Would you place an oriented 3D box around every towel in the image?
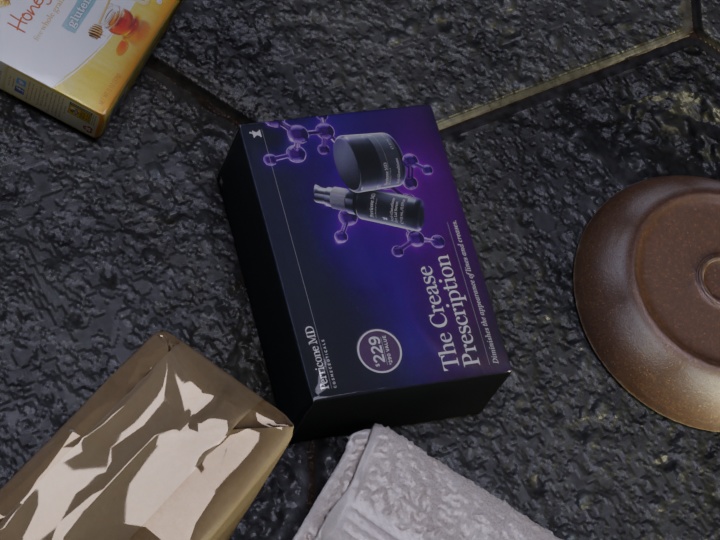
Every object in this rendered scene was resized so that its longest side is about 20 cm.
[{"bbox_3d":[0.055,0.194,1.393,0.200,0.034,0.133,31,60,0],"label":"towel"}]

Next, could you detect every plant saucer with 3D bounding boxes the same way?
[{"bbox_3d":[0.248,0.014,1.542,0.200,0.037,0.201,7,61,-14],"label":"plant saucer"}]

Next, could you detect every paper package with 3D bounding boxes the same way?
[{"bbox_3d":[-0.146,0.155,1.255,0.103,0.200,0.191,40,60,6],"label":"paper package"}]

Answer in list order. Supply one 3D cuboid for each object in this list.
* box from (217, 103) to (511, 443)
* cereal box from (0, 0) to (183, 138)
[{"bbox_3d":[0.000,0.000,1.451,0.141,0.079,0.200,-9,67,-18],"label":"box"},{"bbox_3d":[-0.232,-0.194,1.499,0.200,0.040,0.144,28,59,-2],"label":"cereal box"}]
